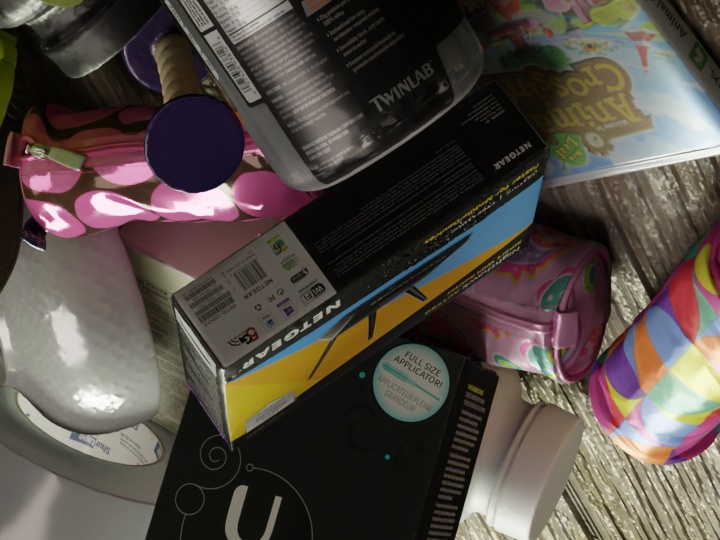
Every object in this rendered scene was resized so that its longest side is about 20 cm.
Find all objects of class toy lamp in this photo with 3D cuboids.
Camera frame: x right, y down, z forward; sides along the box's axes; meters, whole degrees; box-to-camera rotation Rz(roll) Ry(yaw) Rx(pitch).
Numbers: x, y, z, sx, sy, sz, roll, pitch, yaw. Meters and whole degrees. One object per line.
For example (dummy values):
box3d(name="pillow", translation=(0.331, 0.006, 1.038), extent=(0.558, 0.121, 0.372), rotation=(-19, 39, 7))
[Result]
box3d(name="toy lamp", translation=(-0.096, -0.103, 1.358), extent=(0.058, 0.058, 0.200), rotation=(46, -172, -23))

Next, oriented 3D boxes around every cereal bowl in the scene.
box3d(name="cereal bowl", translation=(-0.199, 0.013, 1.593), extent=(0.200, 0.083, 0.201), rotation=(55, 157, 39))

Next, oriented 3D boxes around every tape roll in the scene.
box3d(name="tape roll", translation=(-0.186, 0.127, 1.660), extent=(0.199, 0.200, 0.067), rotation=(27, 106, 9))

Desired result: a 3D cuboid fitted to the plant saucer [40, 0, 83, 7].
box3d(name="plant saucer", translation=(-0.160, -0.227, 1.232), extent=(0.031, 0.201, 0.201), rotation=(-16, 130, 18))

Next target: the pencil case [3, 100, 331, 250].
box3d(name="pencil case", translation=(-0.097, -0.064, 1.440), extent=(0.198, 0.092, 0.094), rotation=(-6, 157, 23))

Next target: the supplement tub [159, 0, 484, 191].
box3d(name="supplement tub", translation=(-0.038, -0.150, 1.248), extent=(0.122, 0.122, 0.201), rotation=(-19, 108, 52))

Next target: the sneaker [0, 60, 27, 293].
box3d(name="sneaker", translation=(-0.254, -0.032, 1.521), extent=(0.074, 0.201, 0.106), rotation=(27, 143, -28))

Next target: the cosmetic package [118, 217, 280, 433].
box3d(name="cosmetic package", translation=(-0.099, 0.029, 1.631), extent=(0.105, 0.071, 0.201), rotation=(28, 149, 11))

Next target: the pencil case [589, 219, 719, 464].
box3d(name="pencil case", translation=(0.191, 0.035, 1.369), extent=(0.088, 0.089, 0.200), rotation=(33, 151, -2))

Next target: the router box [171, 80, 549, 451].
box3d(name="router box", translation=(0.000, 0.000, 1.315), extent=(0.051, 0.199, 0.149), rotation=(53, 168, 15))

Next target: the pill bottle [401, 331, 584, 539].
box3d(name="pill bottle", translation=(0.030, 0.089, 1.561), extent=(0.199, 0.112, 0.112), rotation=(23, 148, 15))

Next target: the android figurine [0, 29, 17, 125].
box3d(name="android figurine", translation=(-0.250, -0.073, 1.427), extent=(0.041, 0.183, 0.200), rotation=(27, 153, -25))

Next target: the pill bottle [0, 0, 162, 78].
box3d(name="pill bottle", translation=(-0.192, -0.201, 1.352), extent=(0.200, 0.112, 0.112), rotation=(45, 147, -20))

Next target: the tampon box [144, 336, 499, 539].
box3d(name="tampon box", translation=(-0.025, 0.128, 1.446), extent=(0.149, 0.202, 0.126), rotation=(15, 176, 13))

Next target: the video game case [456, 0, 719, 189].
box3d(name="video game case", translation=(0.080, -0.116, 1.315), extent=(0.199, 0.022, 0.182), rotation=(-10, 130, 48))

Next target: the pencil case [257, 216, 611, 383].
box3d(name="pencil case", translation=(0.043, 0.002, 1.454), extent=(0.199, 0.088, 0.088), rotation=(16, 146, 24))
